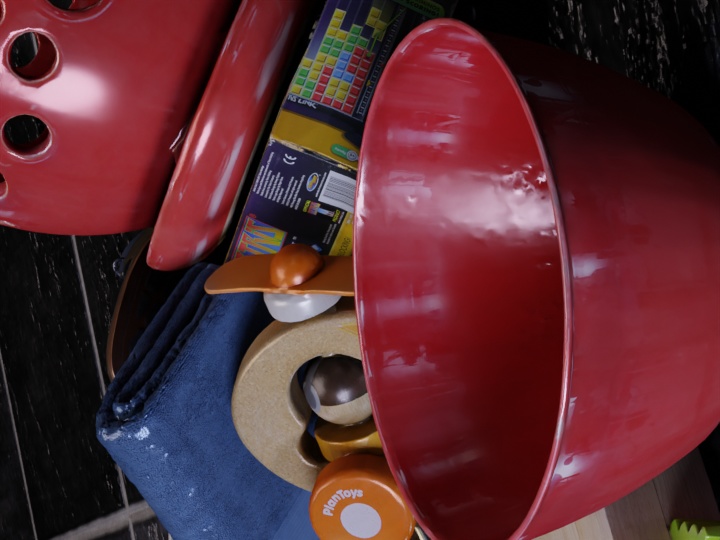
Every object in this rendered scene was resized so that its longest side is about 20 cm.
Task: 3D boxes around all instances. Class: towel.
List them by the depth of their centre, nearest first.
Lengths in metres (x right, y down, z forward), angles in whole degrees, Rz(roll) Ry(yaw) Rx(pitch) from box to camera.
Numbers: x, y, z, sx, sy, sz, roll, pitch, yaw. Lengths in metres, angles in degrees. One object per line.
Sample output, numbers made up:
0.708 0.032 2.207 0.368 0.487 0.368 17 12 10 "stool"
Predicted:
-0.040 0.097 1.329 0.048 0.112 0.200 3 139 43 "towel"

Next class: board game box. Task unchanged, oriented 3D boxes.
-0.006 -0.073 1.325 0.200 0.056 0.166 115 176 -63 "board game box"

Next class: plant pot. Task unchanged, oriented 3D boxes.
-0.121 -0.107 1.328 0.200 0.182 0.201 23 -90 -90 "plant pot"

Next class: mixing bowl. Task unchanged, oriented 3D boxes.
0.081 0.003 1.102 0.200 0.108 0.201 175 90 -69 "mixing bowl"

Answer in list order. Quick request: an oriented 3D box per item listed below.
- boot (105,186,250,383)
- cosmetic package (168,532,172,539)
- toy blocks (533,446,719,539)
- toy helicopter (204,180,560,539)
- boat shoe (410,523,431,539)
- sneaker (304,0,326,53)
-0.082 0.008 1.443 0.097 0.075 0.200 -47 11 50 "boot"
-0.040 0.198 1.524 0.200 0.122 0.201 94 177 -62 "cosmetic package"
0.091 0.118 1.215 0.200 0.099 0.137 111 155 -43 "toy blocks"
0.021 0.019 1.231 0.200 0.132 0.079 -40 14 29 "toy helicopter"
0.035 0.185 1.288 0.063 0.073 0.201 125 149 -54 "boat shoe"
-0.025 -0.145 1.464 0.200 0.071 0.083 101 152 -52 "sneaker"
